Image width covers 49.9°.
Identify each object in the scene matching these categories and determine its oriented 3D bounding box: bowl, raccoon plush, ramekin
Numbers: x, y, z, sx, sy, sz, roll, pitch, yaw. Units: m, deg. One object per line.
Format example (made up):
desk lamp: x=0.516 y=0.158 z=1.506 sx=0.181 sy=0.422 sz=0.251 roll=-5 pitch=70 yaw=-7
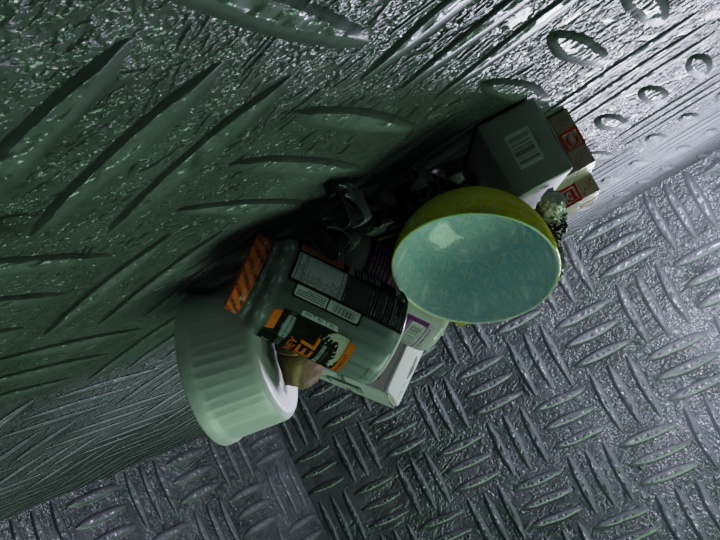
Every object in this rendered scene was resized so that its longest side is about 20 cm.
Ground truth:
bowl: x=0.139 y=-0.038 z=0.943 sx=0.197 sy=0.109 sz=0.201 roll=4 pitch=140 yaw=3
raccoon plush: x=0.190 y=-0.029 z=1.024 sx=0.133 sy=0.097 sz=0.201 roll=-25 pitch=141 yaw=-7
ramekin: x=-0.155 y=0.117 z=1.012 sx=0.097 sy=0.203 sz=0.200 roll=-16 pitch=172 yaw=8

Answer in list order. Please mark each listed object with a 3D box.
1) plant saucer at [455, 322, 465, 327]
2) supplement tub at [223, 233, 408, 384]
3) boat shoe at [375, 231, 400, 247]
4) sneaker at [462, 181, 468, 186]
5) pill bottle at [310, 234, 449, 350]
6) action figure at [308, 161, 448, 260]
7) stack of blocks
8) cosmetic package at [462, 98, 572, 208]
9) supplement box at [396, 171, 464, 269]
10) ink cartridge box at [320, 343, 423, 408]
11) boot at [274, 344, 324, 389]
plant saucer: x=0.190 y=-0.031 z=1.320 sx=0.048 sy=0.202 sz=0.200 roll=6 pitch=153 yaw=-32
supplement tub: x=-0.053 y=0.042 z=0.919 sx=0.123 sy=0.198 sz=0.123 roll=-61 pitch=-170 yaw=19
boat shoe: x=0.023 y=-0.020 z=1.250 sx=0.200 sy=0.073 sz=0.063 roll=-34 pitch=171 yaw=-47
sneaker: x=0.207 y=-0.114 z=1.202 sx=0.070 sy=0.083 sz=0.199 roll=-20 pitch=170 yaw=-38
pill bottle: x=0.020 y=0.020 z=1.037 sx=0.113 sy=0.198 sz=0.113 roll=-60 pitch=-168 yaw=22
action figure: x=0.026 y=-0.080 z=0.944 sx=0.199 sy=0.070 sz=0.130 roll=-22 pitch=163 yaw=-49
stack of blocks: x=0.308 y=-0.155 z=1.171 sx=0.058 sy=0.116 sz=0.200 roll=-28 pitch=170 yaw=8
cosmetic package: x=0.201 y=-0.132 z=1.027 sx=0.090 sy=0.108 sz=0.200 roll=-28 pitch=172 yaw=0
supplement box: x=0.115 y=-0.054 z=1.119 sx=0.111 sy=0.085 sz=0.200 roll=-64 pitch=171 yaw=-4
ink cartridge box: x=-0.004 y=0.126 z=1.317 sx=0.147 sy=0.198 sz=0.085 roll=-63 pitch=156 yaw=-20
boot: x=-0.060 y=0.093 z=1.057 sx=0.073 sy=0.076 sz=0.200 roll=5 pitch=-159 yaw=21
